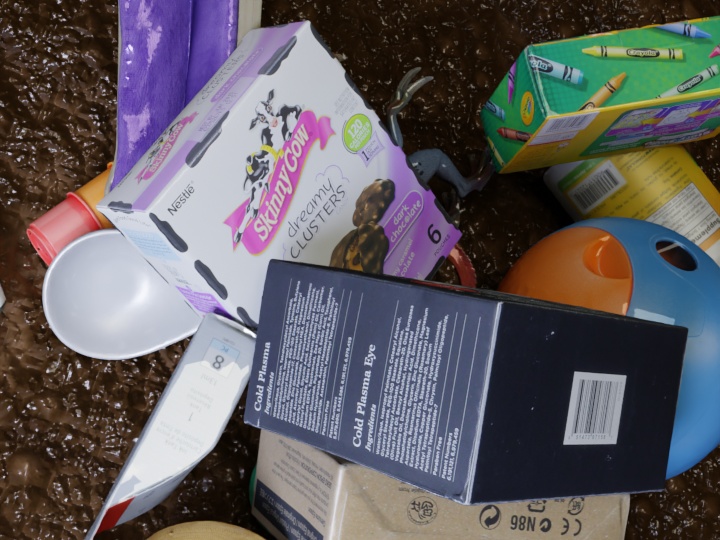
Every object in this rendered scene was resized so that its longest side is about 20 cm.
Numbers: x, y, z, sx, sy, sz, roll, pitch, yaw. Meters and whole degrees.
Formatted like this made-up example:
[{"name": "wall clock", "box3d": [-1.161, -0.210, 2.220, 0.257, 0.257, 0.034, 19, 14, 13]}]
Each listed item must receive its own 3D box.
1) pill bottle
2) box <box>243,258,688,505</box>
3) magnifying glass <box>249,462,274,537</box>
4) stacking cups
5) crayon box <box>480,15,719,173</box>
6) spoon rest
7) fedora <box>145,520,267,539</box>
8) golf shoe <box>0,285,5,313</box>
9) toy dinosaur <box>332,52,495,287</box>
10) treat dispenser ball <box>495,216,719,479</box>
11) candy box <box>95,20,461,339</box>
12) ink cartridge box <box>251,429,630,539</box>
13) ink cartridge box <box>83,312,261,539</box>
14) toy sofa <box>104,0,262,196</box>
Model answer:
[{"name": "pill bottle", "box3d": [0.259, -0.037, 0.898, 0.111, 0.111, 0.201, -36, 87, -27]}, {"name": "box", "box3d": [0.065, 0.063, 0.632, 0.199, 0.181, 0.105, 9, 90, -45]}, {"name": "magnifying glass", "box3d": [0.015, 0.158, 0.773, 0.198, 0.022, 0.081, -1, 73, -19]}, {"name": "stacking cups", "box3d": [-0.160, -0.075, 0.787, 0.199, 0.061, 0.061, -37, 87, -26]}, {"name": "crayon box", "box3d": [0.204, -0.133, 0.790, 0.198, 0.119, 0.059, -11, 78, -12]}, {"name": "spoon rest", "box3d": [-0.127, 0.010, 0.754, 0.198, 0.061, 0.101, -9, 114, -17]}, {"name": "fedora", "box3d": [-0.073, 0.250, 0.667, 0.082, 0.199, 0.203, 2, 66, -58]}, {"name": "golf shoe", "box3d": [-0.323, 0.047, 0.680, 0.097, 0.078, 0.200, 48, 64, -6]}, {"name": "toy dinosaur", "box3d": [0.019, -0.090, 0.811, 0.180, 0.105, 0.202, 13, 53, -31]}, {"name": "treat dispenser ball", "box3d": [0.191, 0.061, 0.790, 0.199, 0.201, 0.203, 6, 70, -18]}, {"name": "candy box", "box3d": [-0.045, -0.032, 0.695, 0.168, 0.071, 0.200, -53, 124, -21]}, {"name": "ink cartridge box", "box3d": [0.045, 0.152, 0.680, 0.198, 0.164, 0.076, 9, 88, -20]}, {"name": "ink cartridge box", "box3d": [-0.134, 0.141, 0.666, 0.047, 0.160, 0.202, 27, 65, -8]}, {"name": "toy sofa", "box3d": [-0.117, -0.130, 0.729, 0.097, 0.083, 0.203, 1, 95, -32]}]
